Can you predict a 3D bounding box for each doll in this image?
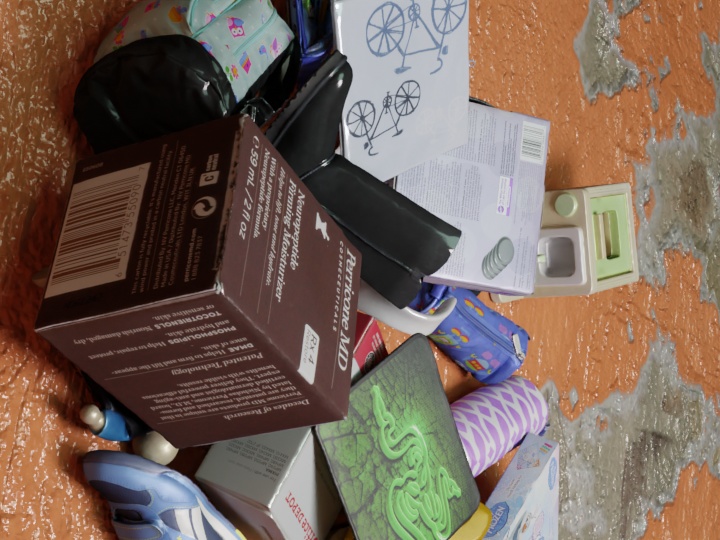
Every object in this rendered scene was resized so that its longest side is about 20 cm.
[{"bbox_3d":[-0.196,0.076,1.083,0.136,0.048,0.201,-45,122,-49],"label":"doll"}]

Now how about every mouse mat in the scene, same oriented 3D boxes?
[{"bbox_3d":[0.038,0.176,1.178,0.161,0.008,0.201,-37,118,-38],"label":"mouse mat"}]

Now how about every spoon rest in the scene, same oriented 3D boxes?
[{"bbox_3d":[0.000,0.000,1.255,0.200,0.099,0.061,33,34,-9],"label":"spoon rest"}]

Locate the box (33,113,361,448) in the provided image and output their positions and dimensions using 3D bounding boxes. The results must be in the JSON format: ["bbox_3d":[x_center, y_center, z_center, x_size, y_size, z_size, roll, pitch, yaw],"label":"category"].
[{"bbox_3d":[-0.118,0.014,1.021,0.200,0.164,0.166,50,36,-46],"label":"box"}]

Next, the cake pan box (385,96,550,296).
[{"bbox_3d":[0.104,-0.083,1.352,0.184,0.052,0.201,8,85,-29],"label":"cake pan box"}]

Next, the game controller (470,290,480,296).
[{"bbox_3d":[0.099,-0.063,1.486,0.200,0.042,0.105,60,31,-30],"label":"game controller"}]

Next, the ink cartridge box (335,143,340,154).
[{"bbox_3d":[0.037,-0.090,1.372,0.200,0.047,0.160,-46,108,-20],"label":"ink cartridge box"}]

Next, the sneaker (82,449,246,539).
[{"bbox_3d":[-0.166,0.222,1.092,0.200,0.074,0.082,51,52,-35],"label":"sneaker"}]

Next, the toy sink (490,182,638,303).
[{"bbox_3d":[0.254,-0.036,1.611,0.200,0.112,0.131,-9,94,-52],"label":"toy sink"}]

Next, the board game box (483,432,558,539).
[{"bbox_3d":[0.167,0.322,1.474,0.199,0.043,0.201,-50,146,-38],"label":"board game box"}]

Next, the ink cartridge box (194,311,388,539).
[{"bbox_3d":[-0.051,0.146,1.180,0.200,0.083,0.146,-60,154,-25],"label":"ink cartridge box"}]

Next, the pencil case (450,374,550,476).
[{"bbox_3d":[0.134,0.182,1.474,0.200,0.086,0.084,-18,65,-51],"label":"pencil case"}]

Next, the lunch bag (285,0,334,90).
[{"bbox_3d":[-0.035,-0.267,1.234,0.094,0.151,0.201,7,88,-7],"label":"lunch bag"}]

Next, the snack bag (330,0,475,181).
[{"bbox_3d":[0.042,-0.182,1.232,0.188,0.021,0.201,-28,127,-39],"label":"snack bag"}]

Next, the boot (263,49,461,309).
[{"bbox_3d":[0.008,-0.078,1.160,0.200,0.165,0.066,39,37,-6],"label":"boot"}]

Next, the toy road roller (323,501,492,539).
[{"bbox_3d":[0.037,0.252,1.265,0.146,0.123,0.200,36,60,-13],"label":"toy road roller"}]

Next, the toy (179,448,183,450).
[{"bbox_3d":[-0.104,0.087,1.200,0.200,0.047,0.116,-17,100,-52],"label":"toy"}]

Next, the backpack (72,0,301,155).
[{"bbox_3d":[-0.136,-0.183,1.098,0.127,0.166,0.200,65,35,-26],"label":"backpack"}]

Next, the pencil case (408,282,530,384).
[{"bbox_3d":[0.114,0.057,1.449,0.200,0.087,0.078,39,68,-42],"label":"pencil case"}]
